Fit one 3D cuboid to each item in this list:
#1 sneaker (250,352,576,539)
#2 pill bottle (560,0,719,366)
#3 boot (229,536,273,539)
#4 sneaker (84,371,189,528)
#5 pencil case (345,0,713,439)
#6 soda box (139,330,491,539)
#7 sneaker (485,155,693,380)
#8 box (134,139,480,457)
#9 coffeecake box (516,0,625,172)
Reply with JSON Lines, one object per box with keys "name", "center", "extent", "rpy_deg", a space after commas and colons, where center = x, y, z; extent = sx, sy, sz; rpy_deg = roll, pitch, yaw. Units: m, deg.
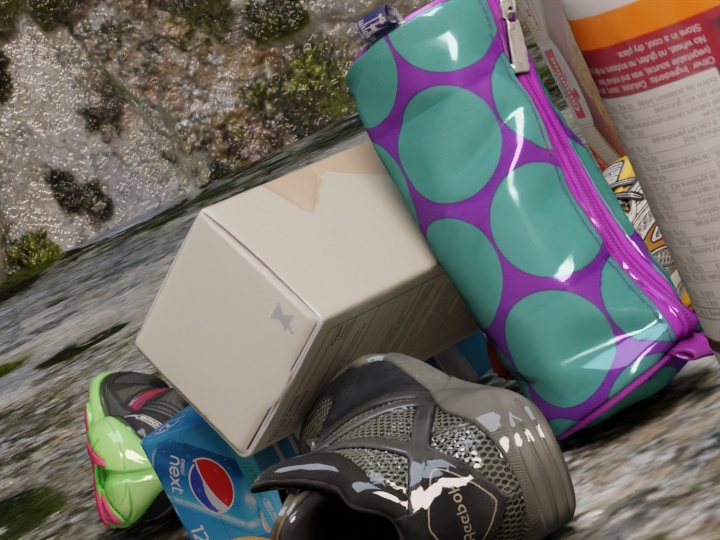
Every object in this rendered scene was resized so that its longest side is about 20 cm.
{"name": "sneaker", "center": [-0.006, 0.088, 0.951], "extent": [0.114, 0.076, 0.199], "rpy_deg": [-21, 12, -20]}
{"name": "pill bottle", "center": [0.151, -0.025, 0.764], "extent": [0.109, 0.200, 0.110], "rpy_deg": [-25, 8, 4]}
{"name": "boot", "center": [-0.093, 0.166, 0.813], "extent": [0.201, 0.071, 0.144], "rpy_deg": [-38, -1, -21]}
{"name": "sneaker", "center": [-0.104, 0.095, 1.263], "extent": [0.084, 0.077, 0.200], "rpy_deg": [-8, 10, -6]}
{"name": "pencil case", "center": [0.072, -0.030, 1.024], "extent": [0.085, 0.200, 0.092], "rpy_deg": [-20, -13, -48]}
{"name": "soda box", "center": [-0.015, 0.063, 1.153], "extent": [0.064, 0.068, 0.200], "rpy_deg": [-22, 9, 39]}
{"name": "sneaker", "center": [0.124, -0.008, 1.144], "extent": [0.078, 0.082, 0.200], "rpy_deg": [-15, 15, 47]}
{"name": "box", "center": [0.000, 0.000, 1.088], "extent": [0.200, 0.078, 0.095], "rpy_deg": [-24, -28, -49]}
{"name": "coffeecake box", "center": [0.186, -0.145, 1.523], "extent": [0.073, 0.154, 0.200], "rpy_deg": [-29, 5, -11]}
